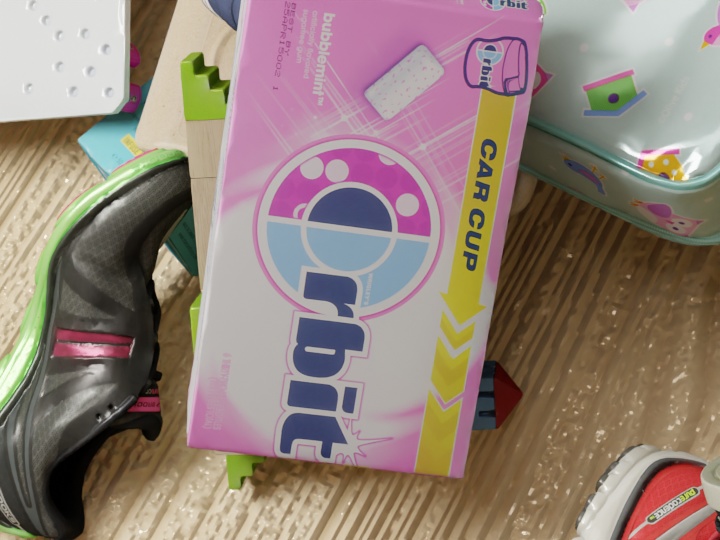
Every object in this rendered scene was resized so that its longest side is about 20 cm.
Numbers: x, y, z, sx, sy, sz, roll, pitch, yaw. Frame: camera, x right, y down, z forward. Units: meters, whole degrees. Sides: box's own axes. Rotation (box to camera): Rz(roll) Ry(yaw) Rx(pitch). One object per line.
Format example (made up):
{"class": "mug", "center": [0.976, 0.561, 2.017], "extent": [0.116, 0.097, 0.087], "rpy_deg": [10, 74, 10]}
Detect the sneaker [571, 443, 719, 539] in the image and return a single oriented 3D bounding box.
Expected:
{"class": "sneaker", "center": [0.106, 0.163, 0.802], "extent": [0.084, 0.077, 0.201], "rpy_deg": [20, 69, 21]}

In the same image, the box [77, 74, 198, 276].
{"class": "box", "center": [-0.038, -0.095, 1.010], "extent": [0.200, 0.049, 0.082], "rpy_deg": [-41, 58, -8]}

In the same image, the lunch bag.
{"class": "lunch bag", "center": [0.138, -0.122, 0.856], "extent": [0.160, 0.077, 0.201], "rpy_deg": [25, 76, 32]}

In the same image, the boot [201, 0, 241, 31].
{"class": "boot", "center": [0.017, -0.171, 0.896], "extent": [0.200, 0.073, 0.090], "rpy_deg": [-43, 33, 2]}

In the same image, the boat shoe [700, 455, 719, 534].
{"class": "boat shoe", "center": [0.233, 0.085, 0.807], "extent": [0.198, 0.067, 0.074], "rpy_deg": [-17, 11, -22]}

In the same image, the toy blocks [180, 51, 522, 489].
{"class": "toy blocks", "center": [0.000, 0.000, 0.880], "extent": [0.136, 0.100, 0.202], "rpy_deg": [-2, 105, 7]}

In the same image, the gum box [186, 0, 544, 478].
{"class": "gum box", "center": [-0.001, -0.027, 0.796], "extent": [0.113, 0.201, 0.066], "rpy_deg": [7, 16, -6]}

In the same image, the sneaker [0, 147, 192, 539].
{"class": "sneaker", "center": [-0.118, 0.036, 0.932], "extent": [0.083, 0.077, 0.201], "rpy_deg": [29, 102, 14]}

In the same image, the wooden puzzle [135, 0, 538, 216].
{"class": "wooden puzzle", "center": [0.008, -0.121, 0.958], "extent": [0.199, 0.046, 0.186], "rpy_deg": [10, 71, 17]}

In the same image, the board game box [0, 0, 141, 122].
{"class": "board game box", "center": [-0.196, -0.174, 1.030], "extent": [0.199, 0.026, 0.202], "rpy_deg": [-2, 85, 28]}
